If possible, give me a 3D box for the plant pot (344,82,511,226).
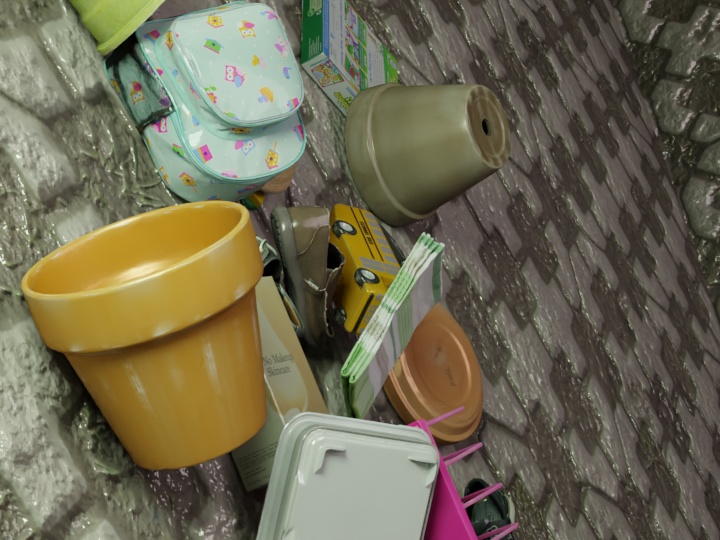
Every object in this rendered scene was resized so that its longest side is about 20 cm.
[{"bbox_3d":[0.104,-0.174,2.040,0.200,0.173,0.200,22,63,-49],"label":"plant pot"}]

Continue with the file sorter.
[{"bbox_3d":[0.080,0.263,1.602,0.125,0.139,0.200,-15,79,-57],"label":"file sorter"}]

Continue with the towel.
[{"bbox_3d":[0.040,0.072,1.673,0.200,0.031,0.149,-59,162,-23],"label":"towel"}]

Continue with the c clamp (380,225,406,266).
[{"bbox_3d":[0.045,0.031,1.952,0.171,0.027,0.200,40,33,-34],"label":"c clamp"}]

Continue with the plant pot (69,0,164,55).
[{"bbox_3d":[-0.266,-0.353,1.510,0.184,0.200,0.201,41,29,-19],"label":"plant pot"}]

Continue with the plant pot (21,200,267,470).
[{"bbox_3d":[-0.165,0.062,1.278,0.200,0.200,0.184,-59,136,-63],"label":"plant pot"}]

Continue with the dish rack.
[{"bbox_3d":[-0.003,0.232,1.441,0.200,0.044,0.172,14,89,-39],"label":"dish rack"}]

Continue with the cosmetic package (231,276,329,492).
[{"bbox_3d":[-0.100,0.110,1.489,0.105,0.071,0.200,-8,74,-66],"label":"cosmetic package"}]

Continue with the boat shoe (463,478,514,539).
[{"bbox_3d":[0.151,0.322,1.804,0.066,0.074,0.199,52,25,-21],"label":"boat shoe"}]

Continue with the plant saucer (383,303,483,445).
[{"bbox_3d":[0.094,0.122,1.893,0.200,0.032,0.201,29,48,-39],"label":"plant saucer"}]

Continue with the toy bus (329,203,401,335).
[{"bbox_3d":[0.000,0.000,1.751,0.078,0.065,0.200,15,27,-25],"label":"toy bus"}]

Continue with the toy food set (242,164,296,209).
[{"bbox_3d":[-0.144,-0.175,1.730,0.200,0.049,0.198,53,25,-25],"label":"toy food set"}]

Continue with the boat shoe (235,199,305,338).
[{"bbox_3d":[-0.113,-0.007,1.595,0.072,0.068,0.200,13,52,-56],"label":"boat shoe"}]

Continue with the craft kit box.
[{"bbox_3d":[-0.013,-0.300,2.150,0.198,0.048,0.200,44,30,-34],"label":"craft kit box"}]

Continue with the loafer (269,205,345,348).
[{"bbox_3d":[-0.047,0.008,1.631,0.200,0.071,0.073,81,-9,-47],"label":"loafer"}]

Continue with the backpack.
[{"bbox_3d":[-0.147,-0.175,1.565,0.176,0.153,0.200,-21,91,-41],"label":"backpack"}]
